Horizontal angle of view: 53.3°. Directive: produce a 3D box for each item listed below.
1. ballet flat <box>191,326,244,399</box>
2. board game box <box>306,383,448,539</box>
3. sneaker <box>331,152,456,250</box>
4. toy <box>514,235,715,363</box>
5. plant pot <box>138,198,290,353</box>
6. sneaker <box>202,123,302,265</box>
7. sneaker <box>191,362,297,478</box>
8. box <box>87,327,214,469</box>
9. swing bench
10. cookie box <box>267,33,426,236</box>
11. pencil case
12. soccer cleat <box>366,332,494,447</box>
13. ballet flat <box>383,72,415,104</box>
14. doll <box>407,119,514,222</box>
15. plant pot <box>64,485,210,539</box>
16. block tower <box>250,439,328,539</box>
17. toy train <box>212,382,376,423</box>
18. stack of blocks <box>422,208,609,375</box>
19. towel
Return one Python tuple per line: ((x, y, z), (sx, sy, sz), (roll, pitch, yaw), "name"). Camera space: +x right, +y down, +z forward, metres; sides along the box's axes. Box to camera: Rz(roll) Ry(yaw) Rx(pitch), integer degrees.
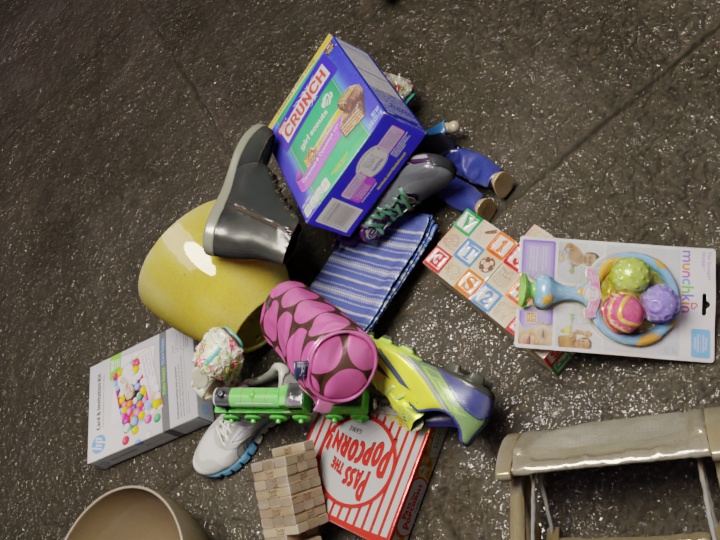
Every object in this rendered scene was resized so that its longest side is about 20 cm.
((-0.185, 0.126, 0.902), (0.075, 0.200, 0.064), (39, 65, 11), "ballet flat")
((0.015, 0.199, 0.834), (0.150, 0.046, 0.202), (12, 72, 35), "board game box")
((0.041, -0.079, 0.911), (0.199, 0.074, 0.088), (-18, 55, 47), "sneaker")
((0.258, 0.026, 0.716), (0.198, 0.047, 0.117), (4, 83, 7), "toy")
((-0.172, 0.026, 0.958), (0.200, 0.200, 0.142), (-48, 66, 0), "plant pot")
((-0.114, -0.092, 0.897), (0.105, 0.075, 0.202), (13, 60, 3), "sneaker")
((-0.152, 0.183, 0.918), (0.200, 0.087, 0.075), (-44, 54, 6), "sneaker")
((-0.307, 0.178, 1.041), (0.199, 0.041, 0.157), (-25, 55, 19), "box")
((0.235, 0.223, 0.638), (0.197, 0.130, 0.202), (-15, 58, 24), "swing bench")
((-0.028, -0.174, 0.916), (0.172, 0.075, 0.201), (-52, 43, 24), "cookie box")
((-0.057, 0.079, 0.810), (0.200, 0.090, 0.095), (-145, 69, -66), "pencil case")
((0.050, 0.126, 0.781), (0.199, 0.065, 0.084), (18, 78, 36), "soccer cleat")
((0.000, -0.195, 1.018), (0.064, 0.076, 0.201), (36, 87, -3), "ballet flat")
((0.102, -0.133, 0.954), (0.200, 0.048, 0.137), (38, 97, 39), "doll")
((-0.242, 0.368, 0.843), (0.199, 0.134, 0.202), (-14, 60, 25), "plant pot")
((-0.067, 0.294, 0.783), (0.054, 0.058, 0.202), (-19, 77, 34), "block tower")
((-0.080, 0.151, 0.827), (0.198, 0.057, 0.042), (-3, 63, 14), "toy train")
((0.181, 0.009, 0.826), (0.115, 0.059, 0.200), (-49, 51, -1), "stack of blocks")
((0.000, 0.000, 0.932), (0.144, 0.024, 0.201), (14, 64, 45), "towel")
